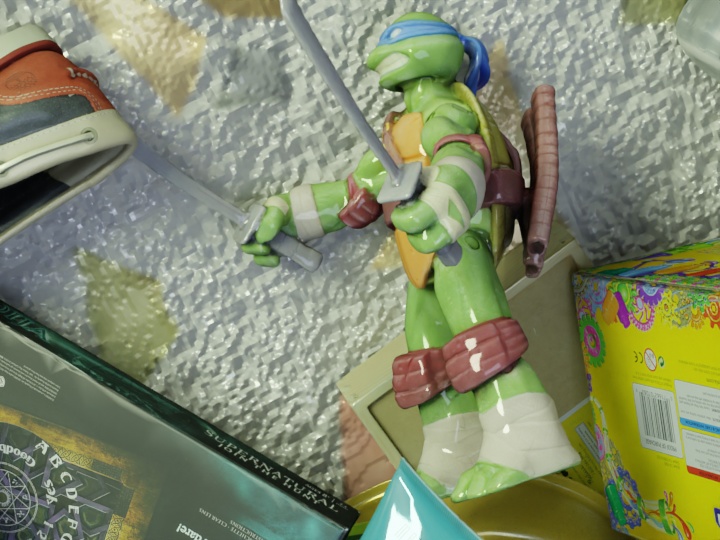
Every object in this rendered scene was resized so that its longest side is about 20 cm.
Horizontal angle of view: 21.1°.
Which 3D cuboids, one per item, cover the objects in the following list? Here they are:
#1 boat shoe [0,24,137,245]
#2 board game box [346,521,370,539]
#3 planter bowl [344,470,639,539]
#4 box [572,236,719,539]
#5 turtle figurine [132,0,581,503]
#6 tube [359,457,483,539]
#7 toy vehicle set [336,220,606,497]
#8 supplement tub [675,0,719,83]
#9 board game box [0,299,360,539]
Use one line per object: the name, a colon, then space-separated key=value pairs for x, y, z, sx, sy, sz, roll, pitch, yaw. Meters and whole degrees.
boat shoe: x=-0.177 y=-0.010 z=0.742 sx=0.200 sy=0.071 sz=0.063 roll=-40 pitch=76 yaw=-10
board game box: x=-0.026 y=0.214 z=0.818 sx=0.048 sy=0.101 sz=0.201 roll=0 pitch=78 yaw=-53
planter bowl: x=0.051 y=0.192 z=0.867 sx=0.200 sy=0.084 sz=0.201 roll=-2 pitch=117 yaw=-3
box: x=0.225 y=0.045 z=0.798 sx=0.192 sy=0.200 sz=0.122 roll=-13 pitch=99 yaw=-21
turtle figurine: x=0.000 y=0.000 z=0.762 sx=0.144 sy=0.200 sz=0.195 roll=-19 pitch=85 yaw=33
tube: x=-0.009 y=0.175 z=0.751 sx=0.050 sy=0.077 sz=0.200 roll=6 pitch=120 yaw=-56
toy vehicle set: x=0.093 y=0.091 z=0.897 sx=0.124 sy=0.027 sz=0.200 roll=-35 pitch=115 yaw=-2
supplement tub: x=0.232 y=-0.145 z=0.800 sx=0.122 sy=0.123 sz=0.200 roll=32 pitch=98 yaw=-24
board game box: x=-0.118 y=0.106 z=0.787 sx=0.200 sy=0.028 sz=0.136 roll=30 pitch=103 yaw=7
